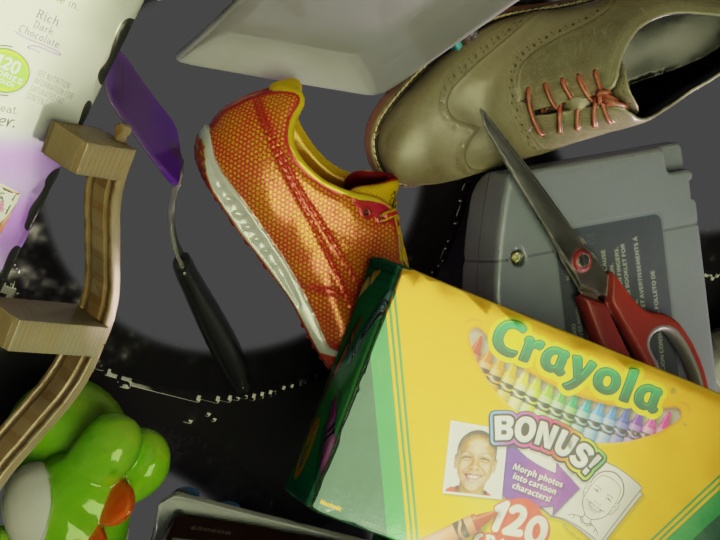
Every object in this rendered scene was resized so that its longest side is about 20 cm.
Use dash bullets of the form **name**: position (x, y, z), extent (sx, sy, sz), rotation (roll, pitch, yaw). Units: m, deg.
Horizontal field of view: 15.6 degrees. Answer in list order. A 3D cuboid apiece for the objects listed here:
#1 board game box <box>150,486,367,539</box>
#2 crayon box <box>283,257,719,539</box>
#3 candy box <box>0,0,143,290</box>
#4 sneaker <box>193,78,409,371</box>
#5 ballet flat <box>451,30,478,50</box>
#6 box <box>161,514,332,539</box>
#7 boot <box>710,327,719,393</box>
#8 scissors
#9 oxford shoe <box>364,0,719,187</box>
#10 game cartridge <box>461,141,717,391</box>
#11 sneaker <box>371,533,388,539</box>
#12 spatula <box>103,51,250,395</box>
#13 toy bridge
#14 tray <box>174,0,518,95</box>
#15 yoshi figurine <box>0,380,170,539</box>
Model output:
- **board game box**: position (-0.022, 0.219, 1.327), extent (0.199, 0.026, 0.201), rotation (14, 111, 1)
- **crayon box**: position (0.078, 0.085, 1.232), extent (0.199, 0.058, 0.119), rotation (21, 89, -15)
- **candy box**: position (-0.203, -0.104, 1.177), extent (0.167, 0.072, 0.201), rotation (24, 101, -23)
- **sneaker**: position (0.000, 0.000, 1.261), extent (0.077, 0.073, 0.200), rotation (-32, 108, 6)
- **ballet flat**: position (-0.018, -0.174, 1.215), extent (0.199, 0.068, 0.076), rotation (25, 89, -20)
- **box**: position (-0.035, 0.247, 1.236), extent (0.163, 0.166, 0.201), rotation (9, 112, 3)
- **boot**: position (0.213, 0.007, 1.346), extent (0.131, 0.070, 0.200), rotation (-38, 111, 5)
- **scissors**: position (0.116, 0.002, 1.278), extent (0.073, 0.014, 0.201), rotation (-27, 103, -25)
- **oxford shoe**: position (0.097, -0.092, 1.268), extent (0.199, 0.075, 0.071), rotation (-28, 115, -5)
- **game cartridge**: position (0.114, 0.044, 1.304), extent (0.133, 0.041, 0.201), rotation (-9, 96, -26)
- **sneaker**: position (0.047, 0.161, 1.352), extent (0.085, 0.078, 0.201), rotation (-10, 102, -5)
- **spatula**: position (-0.084, -0.019, 1.253), extent (0.020, 0.057, 0.201), rotation (-13, 126, 5)
- **toy bridge**: position (-0.144, 0.025, 1.198), extent (0.067, 0.027, 0.201), rotation (8, 110, -53)
- **tray**: position (-0.006, -0.119, 1.178), extent (0.107, 0.200, 0.022), rotation (8, 77, -19)
- **yoshi figurine**: position (-0.171, 0.127, 1.272), extent (0.200, 0.112, 0.112), rotation (-43, 75, 16)
